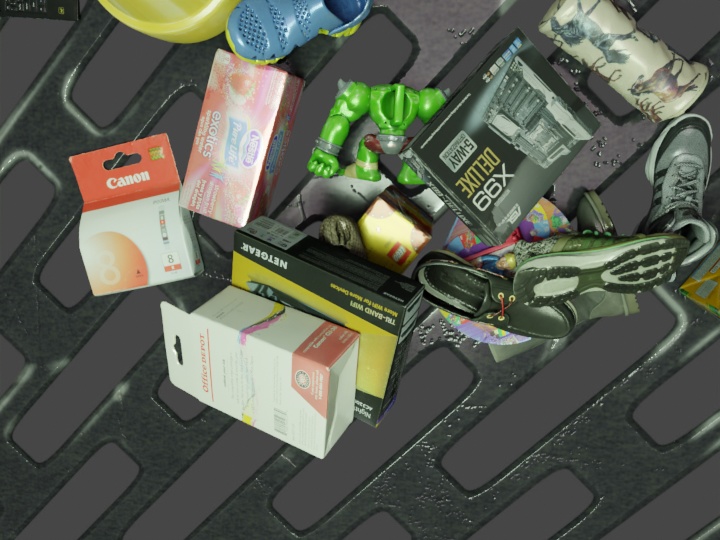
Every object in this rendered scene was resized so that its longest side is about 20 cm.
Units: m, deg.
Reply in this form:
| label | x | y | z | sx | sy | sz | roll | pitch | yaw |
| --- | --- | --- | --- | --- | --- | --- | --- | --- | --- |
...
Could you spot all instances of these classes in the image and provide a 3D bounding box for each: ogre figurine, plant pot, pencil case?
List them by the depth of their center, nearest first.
| label | x | y | z | sx | sy | sz | roll | pitch | yaw |
| --- | --- | --- | --- | --- | --- | --- | --- | --- | --- |
| plant pot | -0.225 | -0.353 | 0.619 | 0.199 | 0.189 | 0.203 | 2 | 103 | 8 |
| pencil case | 0.304 | -0.261 | 0.701 | 0.199 | 0.090 | 0.078 | 38 | 133 | -1 |
| ogre figurine | 0.041 | -0.171 | 0.747 | 0.198 | 0.098 | 0.121 | 9 | 109 | 10 |

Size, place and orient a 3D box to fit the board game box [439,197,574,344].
| label | x | y | z | sx | sy | sz | roll | pitch | yaw |
| --- | --- | --- | --- | --- | --- | --- | --- | --- | --- |
| board game box | 0.169 | -0.009 | 0.755 | 0.157 | 0.039 | 0.201 | 29 | 98 | 27 |

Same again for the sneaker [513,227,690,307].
| label | x | y | z | sx | sy | sz | roll | pitch | yaw |
| --- | --- | --- | --- | --- | --- | --- | --- | --- | --- |
| sneaker | 0.261 | -0.024 | 0.669 | 0.198 | 0.089 | 0.077 | -8 | 135 | 2 |

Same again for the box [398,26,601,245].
| label | x | y | z | sx | sy | sz | roll | pitch | yaw |
| --- | --- | --- | --- | --- | --- | --- | --- | --- | --- |
| box | 0.166 | -0.155 | 0.710 | 0.158 | 0.050 | 0.200 | 44 | 81 | -11 |

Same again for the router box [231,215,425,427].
| label | x | y | z | sx | sy | sz | roll | pitch | yaw |
| --- | --- | --- | --- | --- | --- | --- | --- | --- | --- |
| router box | -0.045 | 0.052 | 0.632 | 0.199 | 0.052 | 0.158 | 23 | 124 | 20 |

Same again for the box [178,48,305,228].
| label | x | y | z | sx | sy | sz | roll | pitch | yaw |
| --- | --- | --- | --- | --- | --- | --- | --- | --- | --- |
| box | -0.151 | -0.167 | 0.773 | 0.094 | 0.103 | 0.202 | 19 | 103 | 4 |

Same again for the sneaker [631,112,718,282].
| label | x | y | z | sx | sy | sz | roll | pitch | yaw |
| --- | --- | --- | --- | --- | --- | --- | --- | --- | --- |
| sneaker | 0.383 | -0.084 | 0.707 | 0.075 | 0.114 | 0.202 | 11 | 104 | 5 |

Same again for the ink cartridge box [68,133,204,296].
| label | x | y | z | sx | sy | sz | roll | pitch | yaw |
| --- | --- | --- | --- | --- | --- | --- | --- | --- | --- |
| ink cartridge box | -0.323 | -0.076 | 0.846 | 0.161 | 0.050 | 0.202 | -11 | 104 | 10 |

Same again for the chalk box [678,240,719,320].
| label | x | y | z | sx | sy | sz | roll | pitch | yaw |
| --- | --- | --- | --- | --- | --- | --- | --- | --- | --- |
| chalk box | 0.520 | 0.046 | 0.713 | 0.199 | 0.124 | 0.125 | 36 | 104 | -2 |

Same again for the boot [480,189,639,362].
| label | x | y | z | sx | sy | sz | roll | pitch | yaw |
| --- | --- | --- | --- | --- | --- | --- | --- | --- | --- |
| boot | 0.239 | 0.010 | 0.780 | 0.198 | 0.073 | 0.183 | -17 | 92 | 21 |

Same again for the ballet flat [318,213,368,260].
| label | x | y | z | sx | sy | sz | roll | pitch | yaw |
| --- | --- | --- | --- | --- | --- | --- | --- | --- | --- |
| ballet flat | -0.001 | 0.036 | 0.654 | 0.067 | 0.046 | 0.202 | -14 | 101 | 12 |

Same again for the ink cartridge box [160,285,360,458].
| label | x | y | z | sx | sy | sz | roll | pitch | yaw |
| --- | --- | --- | --- | --- | --- | --- | --- | --- | --- |
| ink cartridge box | -0.105 | 0.093 | 0.613 | 0.199 | 0.067 | 0.117 | 19 | 123 | 21 |

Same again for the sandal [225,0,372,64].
| label | x | y | z | sx | sy | sz | roll | pitch | yaw |
| --- | --- | --- | --- | --- | --- | --- | --- | --- | --- |
| sandal | -0.063 | -0.298 | 0.689 | 0.199 | 0.087 | 0.080 | -32 | 109 | -25 |

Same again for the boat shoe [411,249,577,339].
| label | x | y | z | sx | sy | sz | roll | pitch | yaw |
| --- | --- | --- | --- | --- | --- | --- | --- | --- | --- |
| boat shoe | 0.155 | 0.036 | 0.713 | 0.200 | 0.063 | 0.074 | 23 | 115 | 14 |

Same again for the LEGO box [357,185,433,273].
| label | x | y | z | sx | sy | sz | roll | pitch | yaw |
| --- | --- | --- | --- | --- | --- | --- | --- | --- | --- |
| LEGO box | 0.000 | 0.000 | 0.756 | 0.077 | 0.149 | 0.200 | 38 | 105 | -2 |

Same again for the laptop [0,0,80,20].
| label | x | y | z | sx | sy | sz | roll | pitch | yaw |
| --- | --- | --- | --- | --- | --- | --- | --- | --- | --- |
| laptop | -0.479 | -0.426 | 0.763 | 0.198 | 0.103 | 0.179 | 6 | 104 | 7 |
